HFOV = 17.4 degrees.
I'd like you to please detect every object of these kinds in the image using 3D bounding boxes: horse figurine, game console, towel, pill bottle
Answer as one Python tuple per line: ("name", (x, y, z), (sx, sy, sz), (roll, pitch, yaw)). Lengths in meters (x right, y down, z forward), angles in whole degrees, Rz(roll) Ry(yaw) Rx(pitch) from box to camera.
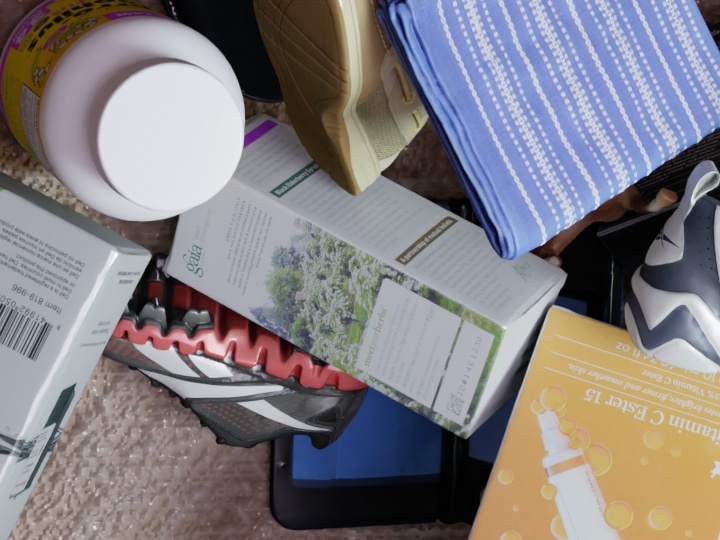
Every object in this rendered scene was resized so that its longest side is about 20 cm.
("horse figurine", (0.134, -0.090, 1.279), (0.050, 0.133, 0.200), (12, 71, -18))
("game console", (0.048, 0.065, 1.354), (0.118, 0.171, 0.200), (-12, 108, -44))
("towel", (0.105, -0.106, 1.161), (0.200, 0.024, 0.145), (-32, 99, -37))
("pill bottle", (-0.121, -0.085, 1.212), (0.104, 0.200, 0.104), (-4, 104, -18))

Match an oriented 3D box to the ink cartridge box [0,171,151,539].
("ink cartridge box", (-0.223, 0.046, 1.243), (0.147, 0.083, 0.200), (28, 93, 7))

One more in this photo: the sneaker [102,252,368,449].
("sneaker", (-0.087, 0.051, 1.322), (0.200, 0.071, 0.098), (13, 123, -7))

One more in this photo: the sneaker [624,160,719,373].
("sneaker", (0.245, -0.008, 1.211), (0.199, 0.080, 0.130), (11, 115, -6))

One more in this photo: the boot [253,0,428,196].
("boot", (0.031, -0.137, 1.192), (0.155, 0.073, 0.200), (-38, 154, -13))

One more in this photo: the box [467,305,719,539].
("box", (0.126, 0.139, 1.244), (0.124, 0.097, 0.200), (17, 73, 10))

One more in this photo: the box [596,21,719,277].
("box", (0.255, -0.027, 1.359), (0.200, 0.104, 0.182), (48, 44, -23))

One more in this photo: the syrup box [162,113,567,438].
("syrup box", (0.000, 0.000, 1.273), (0.200, 0.081, 0.079), (29, 125, 17))

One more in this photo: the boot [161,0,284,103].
("boot", (-0.063, -0.165, 1.231), (0.076, 0.168, 0.200), (-31, 111, -9))
